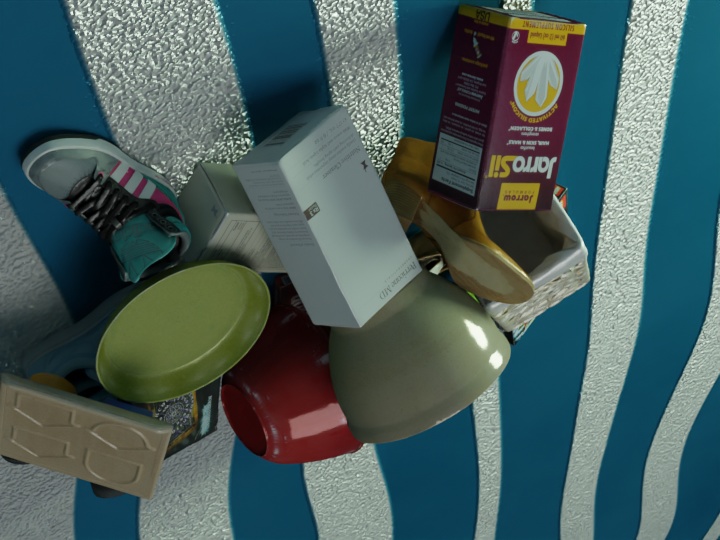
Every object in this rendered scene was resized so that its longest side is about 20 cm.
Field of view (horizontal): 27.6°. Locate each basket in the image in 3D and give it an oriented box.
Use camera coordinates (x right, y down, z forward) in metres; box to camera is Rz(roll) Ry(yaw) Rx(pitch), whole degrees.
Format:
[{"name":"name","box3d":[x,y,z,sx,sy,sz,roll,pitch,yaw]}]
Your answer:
[{"name":"basket","box3d":[0.164,-0.047,1.690,0.135,0.201,0.123,-32,155,5]}]

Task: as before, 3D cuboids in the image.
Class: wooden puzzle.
[{"name":"wooden puzzle","box3d":[-0.299,0.172,1.586,0.184,0.047,0.200,18,148,-4]}]

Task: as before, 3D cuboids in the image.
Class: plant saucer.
[{"name":"plant saucer","box3d":[-0.189,0.058,1.537,0.199,0.031,0.201,-23,143,-19]}]

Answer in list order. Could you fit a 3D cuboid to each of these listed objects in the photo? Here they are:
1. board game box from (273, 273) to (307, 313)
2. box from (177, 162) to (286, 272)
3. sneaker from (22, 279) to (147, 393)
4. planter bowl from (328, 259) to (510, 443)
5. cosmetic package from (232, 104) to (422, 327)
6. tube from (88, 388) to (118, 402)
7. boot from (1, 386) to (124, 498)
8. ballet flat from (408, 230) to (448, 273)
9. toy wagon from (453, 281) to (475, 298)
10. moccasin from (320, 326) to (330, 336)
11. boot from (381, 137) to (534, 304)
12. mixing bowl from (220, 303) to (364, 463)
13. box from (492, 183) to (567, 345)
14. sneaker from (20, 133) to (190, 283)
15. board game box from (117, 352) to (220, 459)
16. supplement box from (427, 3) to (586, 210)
[{"name":"board game box","box3d":[-0.060,0.059,1.822,0.102,0.020,0.201,-18,147,-17]},{"name":"box","box3d":[-0.096,-0.054,1.574,0.199,0.078,0.095,2,137,-41]},{"name":"sneaker","box3d":[-0.275,0.088,1.625,0.199,0.082,0.074,-33,149,5]},{"name":"planter bowl","box3d":[0.046,0.073,1.592,0.199,0.200,0.135,-29,106,-1]},{"name":"cosmetic package","box3d":[-0.032,-0.053,1.500,0.113,0.081,0.201,-44,116,-32]},{"name":"tube","box3d":[-0.249,0.135,1.693,0.199,0.050,0.078,-26,152,-38]},{"name":"boot","box3d":[-0.339,0.222,1.790,0.164,0.066,0.200,-23,152,-8]},{"name":"ballet flat","box3d":[0.029,0.019,1.769,0.200,0.063,0.069,-36,149,-8]},{"name":"toy wagon","box3d":[0.061,0.056,1.828,0.199,0.040,0.155,-19,-179,-22]},{"name":"moccasin","box3d":[-0.001,0.000,1.680,0.073,0.077,0.203,-9,115,-51]},{"name":"boot","box3d":[0.115,-0.062,1.602,0.200,0.144,0.071,30,136,-8]},{"name":"mixing bowl","box3d":[-0.095,0.151,1.731,0.108,0.200,0.201,-28,151,-28]},{"name":"box","box3d":[0.214,-0.009,1.876,0.137,0.040,0.200,-52,155,-21]},{"name":"sneaker","box3d":[-0.236,-0.050,1.422,0.084,0.121,0.200,-42,147,19]},{"name":"board game box","box3d":[-0.215,0.133,1.664,0.135,0.028,0.201,-27,140,-37]},{"name":"supplement box","box3d":[0.151,-0.168,1.526,0.110,0.086,0.201,-2,109,-36]}]
